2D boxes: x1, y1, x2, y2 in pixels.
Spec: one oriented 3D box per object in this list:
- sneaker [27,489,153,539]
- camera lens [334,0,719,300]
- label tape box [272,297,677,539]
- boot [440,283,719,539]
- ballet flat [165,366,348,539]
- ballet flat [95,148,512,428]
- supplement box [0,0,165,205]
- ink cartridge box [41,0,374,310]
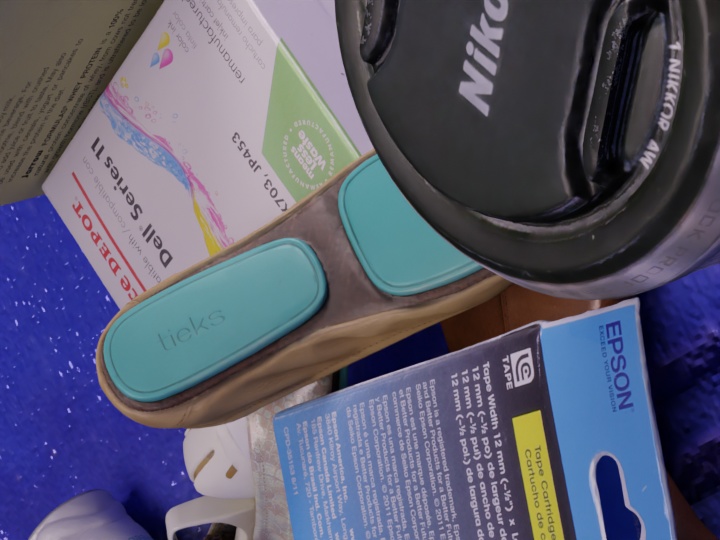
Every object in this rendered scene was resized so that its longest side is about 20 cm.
[{"bbox_3d":[-0.124,0.201,1.237,0.080,0.070,0.201,34,125,32],"label":"sneaker"},{"bbox_3d":[0.104,-0.086,0.802,0.160,0.200,0.160,17,115,42],"label":"camera lens"},{"bbox_3d":[0.059,0.097,0.929,0.200,0.066,0.144,-21,76,50],"label":"label tape box"},{"bbox_3d":[0.104,0.059,0.972,0.188,0.068,0.200,-10,86,54],"label":"boot"},{"bbox_3d":[-0.044,0.089,1.082,0.068,0.062,0.200,-104,16,-45],"label":"ballet flat"},{"bbox_3d":[0.000,0.000,0.982,0.200,0.063,0.069,-24,66,12],"label":"ballet flat"},{"bbox_3d":[-0.156,-0.130,1.065,0.134,0.200,0.200,53,135,20],"label":"supplement box"},{"bbox_3d":[-0.052,-0.030,1.086,0.117,0.067,0.200,55,135,18],"label":"ink cartridge box"}]
